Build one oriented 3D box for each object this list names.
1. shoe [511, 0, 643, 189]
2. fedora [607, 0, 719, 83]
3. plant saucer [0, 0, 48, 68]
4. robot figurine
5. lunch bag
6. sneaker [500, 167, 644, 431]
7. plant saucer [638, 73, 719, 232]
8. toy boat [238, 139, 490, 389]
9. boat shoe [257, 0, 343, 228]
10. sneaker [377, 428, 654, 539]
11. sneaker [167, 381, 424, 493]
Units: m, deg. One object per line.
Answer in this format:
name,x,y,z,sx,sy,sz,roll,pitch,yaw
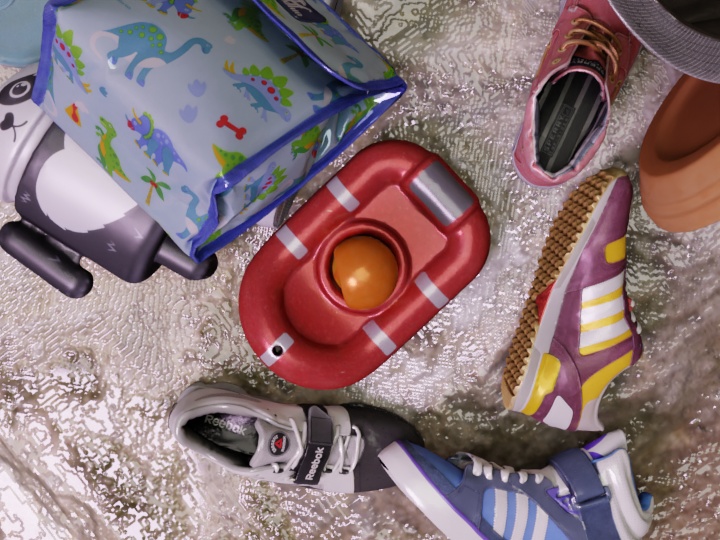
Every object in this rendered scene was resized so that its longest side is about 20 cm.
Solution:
shoe,0.169,-0.154,0.871,0.071,0.091,0.200,23,94,0
fedora,0.223,-0.209,0.756,0.177,0.090,0.200,39,84,-6
plant saucer,-0.268,-0.217,0.846,0.200,0.200,0.027,23,52,0
robot figurine,-0.182,-0.070,0.873,0.200,0.125,0.150,33,51,-1
lunch bag,-0.086,-0.134,0.799,0.170,0.127,0.200,46,54,8
sneaker,0.178,0.024,0.902,0.090,0.075,0.200,19,102,-8
plant saucer,0.259,-0.116,0.816,0.037,0.200,0.200,35,95,-12
toy boat,0.000,0.000,0.871,0.200,0.131,0.131,-44,92,5
boat shoe,-0.065,-0.133,0.899,0.067,0.074,0.200,13,83,8
sneaker,0.128,0.157,0.899,0.200,0.081,0.146,43,85,-7
sneaker,-0.050,0.135,0.907,0.200,0.089,0.074,8,94,0
